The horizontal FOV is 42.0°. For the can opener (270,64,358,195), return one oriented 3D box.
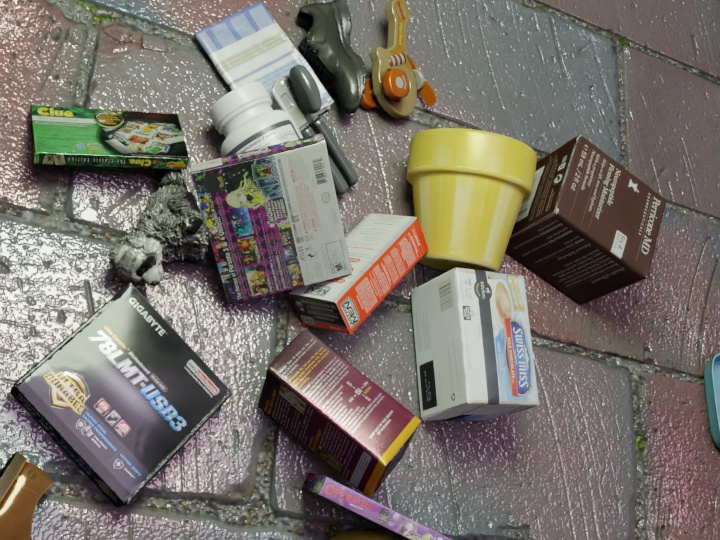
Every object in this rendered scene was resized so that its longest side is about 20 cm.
[{"bbox_3d":[-0.066,-0.206,1.407,0.053,0.066,0.201,-42,111,-32],"label":"can opener"}]

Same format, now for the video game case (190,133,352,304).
[{"bbox_3d":[-0.115,-0.066,1.254,0.179,0.036,0.202,-15,119,-4],"label":"video game case"}]

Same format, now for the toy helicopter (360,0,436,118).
[{"bbox_3d":[0.067,-0.347,1.537,0.131,0.078,0.203,14,73,-43],"label":"toy helicopter"}]

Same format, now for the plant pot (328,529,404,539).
[{"bbox_3d":[0.036,0.432,1.205,0.198,0.142,0.203,10,68,-25],"label":"plant pot"}]

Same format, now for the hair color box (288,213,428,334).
[{"bbox_3d":[0.000,0.000,1.358,0.200,0.101,0.062,-45,125,-32],"label":"hair color box"}]

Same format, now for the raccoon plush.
[{"bbox_3d":[-0.290,-0.065,1.262,0.132,0.097,0.201,-16,49,-18],"label":"raccoon plush"}]

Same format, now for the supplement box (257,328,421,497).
[{"bbox_3d":[-0.031,0.188,1.238,0.199,0.111,0.086,37,55,13],"label":"supplement box"}]

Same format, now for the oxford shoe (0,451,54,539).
[{"bbox_3d":[-0.410,0.307,1.049,0.071,0.071,0.201,37,58,-18],"label":"oxford shoe"}]

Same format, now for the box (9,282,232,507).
[{"bbox_3d":[-0.295,0.153,1.179,0.200,0.050,0.199,49,58,-6],"label":"box"}]

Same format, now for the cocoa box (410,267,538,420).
[{"bbox_3d":[0.167,0.114,1.396,0.130,0.133,0.203,6,70,-28],"label":"cocoa box"}]

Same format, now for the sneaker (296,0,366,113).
[{"bbox_3d":[-0.049,-0.335,1.483,0.090,0.076,0.202,-7,67,-23],"label":"sneaker"}]

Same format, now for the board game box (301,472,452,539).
[{"bbox_3d":[0.024,0.322,1.235,0.198,0.120,0.033,29,79,-9],"label":"board game box"}]

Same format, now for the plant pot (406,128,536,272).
[{"bbox_3d":[0.161,-0.098,1.447,0.198,0.200,0.192,12,83,-24],"label":"plant pot"}]

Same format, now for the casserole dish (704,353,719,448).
[{"bbox_3d":[0.667,0.242,1.683,0.120,0.039,0.203,10,69,-26],"label":"casserole dish"}]

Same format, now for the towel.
[{"bbox_3d":[-0.146,-0.305,1.439,0.146,0.024,0.201,-36,91,-33],"label":"towel"}]

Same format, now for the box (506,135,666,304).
[{"bbox_3d":[0.366,-0.080,1.557,0.199,0.164,0.167,32,60,-15],"label":"box"}]

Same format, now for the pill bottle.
[{"bbox_3d":[-0.130,-0.158,1.338,0.119,0.119,0.202,-28,87,-33],"label":"pill bottle"}]

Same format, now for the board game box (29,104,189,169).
[{"bbox_3d":[-0.335,-0.178,1.255,0.197,0.024,0.106,0,47,-23],"label":"board game box"}]
